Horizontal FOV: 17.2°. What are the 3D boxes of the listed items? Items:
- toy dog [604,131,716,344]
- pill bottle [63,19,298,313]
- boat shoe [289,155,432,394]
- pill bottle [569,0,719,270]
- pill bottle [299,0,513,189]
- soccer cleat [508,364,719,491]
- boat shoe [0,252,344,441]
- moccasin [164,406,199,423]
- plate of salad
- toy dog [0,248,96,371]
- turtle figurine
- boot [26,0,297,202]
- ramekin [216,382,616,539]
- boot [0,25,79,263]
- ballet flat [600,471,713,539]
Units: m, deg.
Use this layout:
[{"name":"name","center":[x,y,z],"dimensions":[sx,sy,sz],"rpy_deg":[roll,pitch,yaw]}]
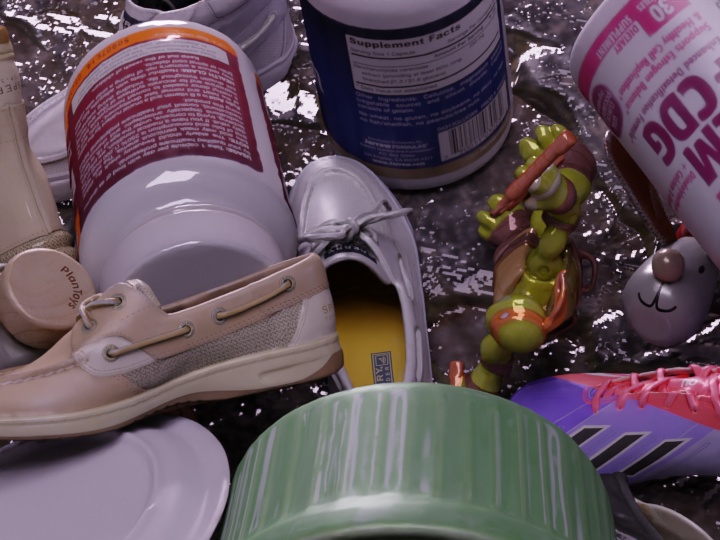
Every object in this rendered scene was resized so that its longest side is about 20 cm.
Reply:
[{"name":"toy dog","center":[0.195,-0.063,1.251],"dimensions":[0.131,0.097,0.201],"rpy_deg":[-2,51,8]},{"name":"pill bottle","center":[-0.094,-0.034,1.248],"dimensions":[0.113,0.115,0.201],"rpy_deg":[-13,38,-1]},{"name":"boat shoe","center":[-0.005,0.002,1.246],"dimensions":[0.074,0.086,0.203],"rpy_deg":[-9,51,1]},{"name":"pill bottle","center":[0.200,-0.057,1.145],"dimensions":[0.113,0.114,0.200],"rpy_deg":[-30,68,-15]},{"name":"pill bottle","center":[0.022,-0.148,1.289],"dimensions":[0.110,0.201,0.112],"rpy_deg":[-4,50,5]},{"name":"soccer cleat","center":[0.166,0.070,1.172],"dimensions":[0.198,0.073,0.069],"rpy_deg":[7,54,15]},{"name":"boat shoe","center":[-0.108,0.036,1.129],"dimensions":[0.198,0.065,0.072],"rpy_deg":[-11,7,-10]},{"name":"moccasin","center":[-0.127,0.135,1.160],"dimensions":[0.073,0.078,0.202],"rpy_deg":[-6,50,33]},{"name":"plate of salad","center":[-0.148,0.134,1.084],"dimensions":[0.199,0.048,0.200],"rpy_deg":[-18,29,10]},{"name":"toy dog","center":[-0.223,0.027,1.161],"dimensions":[0.132,0.199,0.097],"rpy_deg":[-48,62,26]},{"name":"turtle figurine","center":[0.089,-0.008,1.201],"dimensions":[0.064,0.201,0.162],"rpy_deg":[16,32,0]},{"name":"boot","center":[-0.131,-0.120,1.358],"dimensions":[0.199,0.096,0.074],"rpy_deg":[-32,53,-16]},{"name":"ramekin","center":[0.025,0.142,1.063],"dimensions":[0.198,0.201,0.098],"rpy_deg":[-2,44,7]},{"name":"boot","center":[-0.223,-0.034,1.308],"dimensions":[0.073,0.200,0.156],"rpy_deg":[-21,90,-37]},{"name":"ballet flat","center":[0.160,0.160,1.109],"dimensions":[0.068,0.068,0.200],"rpy_deg":[-26,52,-23]}]
